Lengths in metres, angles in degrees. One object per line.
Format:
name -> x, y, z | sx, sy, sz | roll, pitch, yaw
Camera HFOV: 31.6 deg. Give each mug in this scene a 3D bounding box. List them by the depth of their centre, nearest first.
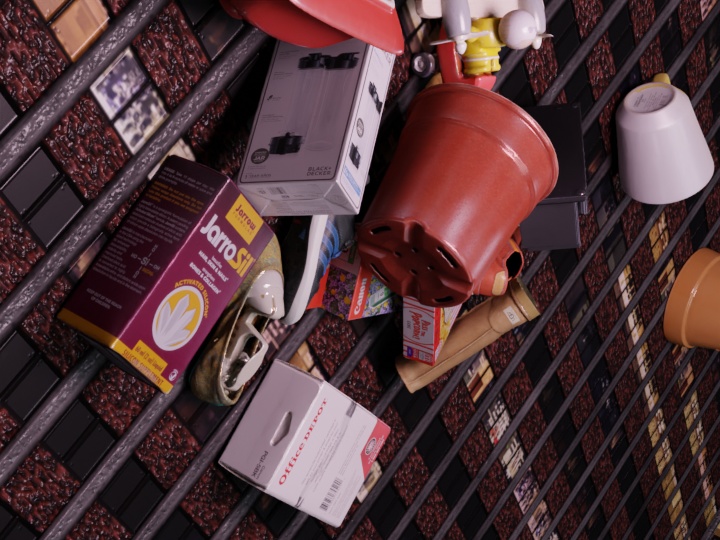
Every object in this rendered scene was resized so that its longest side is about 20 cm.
mug -> 0.462, -0.220, 2.008 | 0.149, 0.187, 0.154 | -25, 128, -1

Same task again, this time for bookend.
bookend -> 0.265, -0.088, 1.734 | 0.201, 0.091, 0.200 | -82, 164, -47

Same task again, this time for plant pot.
plant pot -> 0.101, -0.077, 1.473 | 0.196, 0.200, 0.201 | -58, 147, -31
plant pot -> 0.700, 0.072, 2.479 | 0.200, 0.140, 0.201 | -30, 132, -40

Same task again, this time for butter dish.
butter dish -> -0.073, -0.287, 1.198 | 0.199, 0.147, 0.201 | 11, 61, -54

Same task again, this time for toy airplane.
toy airplane -> 0.148, -0.305, 1.483 | 0.200, 0.141, 0.200 | -52, 143, -19

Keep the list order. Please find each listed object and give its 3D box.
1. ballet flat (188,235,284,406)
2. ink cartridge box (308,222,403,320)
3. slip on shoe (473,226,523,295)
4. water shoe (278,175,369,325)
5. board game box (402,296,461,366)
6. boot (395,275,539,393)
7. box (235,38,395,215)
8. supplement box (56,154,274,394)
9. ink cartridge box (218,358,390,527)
ballet flat -> -0.121, 0.057, 1.398 | 0.071, 0.070, 0.201 | 28, 86, -56
ink cartridge box -> 0.000, 0.000, 1.544 | 0.199, 0.050, 0.110 | -8, 116, -53
slip on shoe -> 0.189, -0.014, 1.697 | 0.200, 0.061, 0.075 | -45, 147, -63
water shoe -> -0.041, -0.030, 1.435 | 0.079, 0.071, 0.201 | 11, 101, -35
board game box -> 0.110, -0.002, 1.632 | 0.152, 0.046, 0.201 | 87, 25, -51
boot -> 0.142, 0.078, 1.731 | 0.199, 0.066, 0.175 | -33, -178, 8
box -> -0.041, -0.156, 1.276 | 0.060, 0.116, 0.201 | 52, 43, -53
supplement box -> -0.188, 0.003, 1.254 | 0.201, 0.085, 0.110 | -57, 145, -14
ink cartridge box -> -0.065, 0.213, 1.554 | 0.147, 0.083, 0.200 | -61, 147, -9
